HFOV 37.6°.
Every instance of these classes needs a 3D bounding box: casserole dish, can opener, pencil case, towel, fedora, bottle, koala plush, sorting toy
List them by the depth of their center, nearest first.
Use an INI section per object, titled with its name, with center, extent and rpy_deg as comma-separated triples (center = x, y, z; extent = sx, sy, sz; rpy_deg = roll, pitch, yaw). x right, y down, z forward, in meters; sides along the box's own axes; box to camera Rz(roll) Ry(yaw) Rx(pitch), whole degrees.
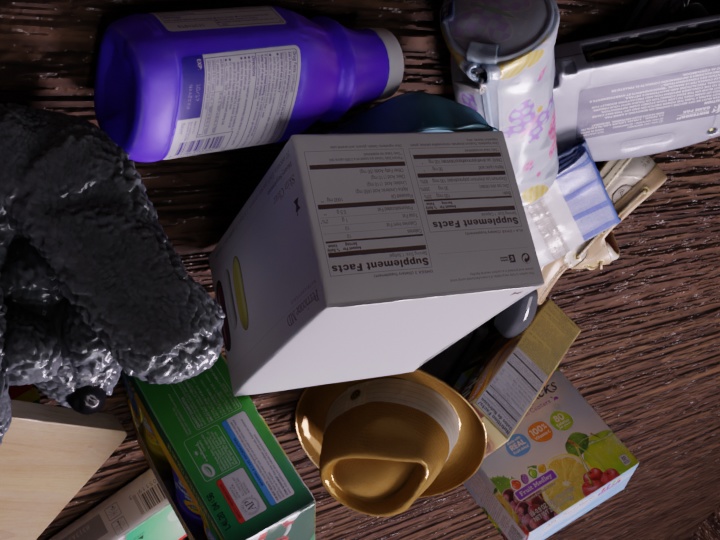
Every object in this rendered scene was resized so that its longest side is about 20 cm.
[koala plush]
center = -0.181, 0.015, 0.634
extent = 0.176, 0.186, 0.200
rpy_deg = -21, 167, -9
[bottle]
center = -0.061, -0.119, 0.648
extent = 0.198, 0.065, 0.084
rpy_deg = -15, 140, -36
[sorting toy]
center = -0.302, 0.146, 0.732
extent = 0.199, 0.070, 0.199
rpy_deg = -47, 149, 12
[casserole dish]
center = 0.009, -0.073, 0.754
extent = 0.199, 0.039, 0.120
rpy_deg = -25, 161, 35
[pencil case]
center = 0.109, -0.129, 0.801
extent = 0.082, 0.092, 0.201
rpy_deg = 0, 152, 11
[towel]
center = 0.140, -0.030, 0.982
extent = 0.199, 0.024, 0.147
rpy_deg = -30, 144, 9
[fedora]
center = 0.022, 0.177, 1.020
extent = 0.082, 0.199, 0.202
rpy_deg = -69, -179, -50
[can opener]
center = 0.119, 0.078, 1.113
extent = 0.053, 0.067, 0.201
rpy_deg = -11, 140, -42

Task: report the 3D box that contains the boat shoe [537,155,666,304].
[boat shoe]
center = 0.234, -0.035, 1.070
extent = 0.201, 0.069, 0.074
rpy_deg = -59, 172, 29

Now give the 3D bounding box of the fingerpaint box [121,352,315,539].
[fingerpaint box]
center = -0.114, 0.155, 0.822
extent = 0.073, 0.201, 0.168
rpy_deg = -25, 148, -20

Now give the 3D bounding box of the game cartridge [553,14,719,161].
[game cartridge]
center = 0.248, -0.152, 0.910
extent = 0.197, 0.041, 0.134
rpy_deg = -10, 143, 1

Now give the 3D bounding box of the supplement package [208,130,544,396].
[supplement package]
center = 0.000, 0.000, 0.725
extent = 0.154, 0.112, 0.200
rpy_deg = -5, 161, -26

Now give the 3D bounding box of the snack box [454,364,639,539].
[snack box]
center = 0.188, 0.196, 1.216
extent = 0.167, 0.200, 0.068
rpy_deg = -24, 147, -26

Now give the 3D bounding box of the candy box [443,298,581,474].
[candy box]
center = 0.148, 0.126, 1.124
extent = 0.200, 0.055, 0.116
rpy_deg = -46, 178, -45

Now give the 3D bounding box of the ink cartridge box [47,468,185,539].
[ink cartridge box]
center = -0.197, 0.265, 1.033
extent = 0.160, 0.050, 0.201
rpy_deg = -35, 148, -8

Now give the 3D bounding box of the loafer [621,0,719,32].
[loafer]
center = 0.290, -0.235, 0.889
extent = 0.071, 0.063, 0.201
rpy_deg = 0, 132, -48
